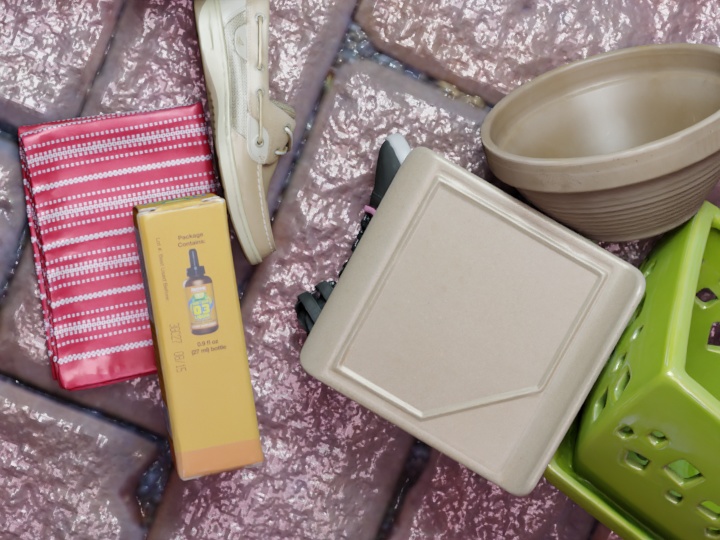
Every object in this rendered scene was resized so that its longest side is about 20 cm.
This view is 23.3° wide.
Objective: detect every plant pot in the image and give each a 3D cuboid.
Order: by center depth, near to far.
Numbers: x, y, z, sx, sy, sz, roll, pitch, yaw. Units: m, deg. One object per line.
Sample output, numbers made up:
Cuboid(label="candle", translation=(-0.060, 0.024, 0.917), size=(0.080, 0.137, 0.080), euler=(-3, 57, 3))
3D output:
Cuboid(label="plant pot", translation=(0.194, -0.084, 1.267), size=(0.199, 0.201, 0.093), euler=(-20, 114, -4))
Cuboid(label="plant pot", translation=(0.252, 0.106, 1.286), size=(0.199, 0.200, 0.181), euler=(37, 133, -13))

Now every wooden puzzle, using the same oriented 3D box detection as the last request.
Cuboid(label="wooden puzzle", translation=(0.080, 0.036, 1.261), size=(0.199, 0.037, 0.186), euler=(30, 96, 9))

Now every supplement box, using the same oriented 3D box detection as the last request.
Cuboid(label="supplement box", translation=(-0.120, 0.046, 1.282), size=(0.066, 0.069, 0.202), euler=(-9, 100, -10))

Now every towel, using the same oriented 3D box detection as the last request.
Cuboid(label="towel", translation=(-0.174, -0.017, 1.308), size=(0.143, 0.022, 0.202), euler=(-8, 100, -8))

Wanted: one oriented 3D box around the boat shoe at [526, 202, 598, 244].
Cuboid(label="boat shoe", translation=(0.106, 0.040, 1.338), size=(0.063, 0.074, 0.203), euler=(33, 101, 17))

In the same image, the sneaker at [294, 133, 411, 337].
Cuboid(label="sneaker", translation=(0.000, 0.000, 1.309), size=(0.098, 0.071, 0.202), euler=(-4, 104, -12))

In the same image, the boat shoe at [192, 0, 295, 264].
Cuboid(label="boat shoe", translation=(-0.078, -0.106, 1.282), size=(0.064, 0.071, 0.202), euler=(-9, 99, -6))
